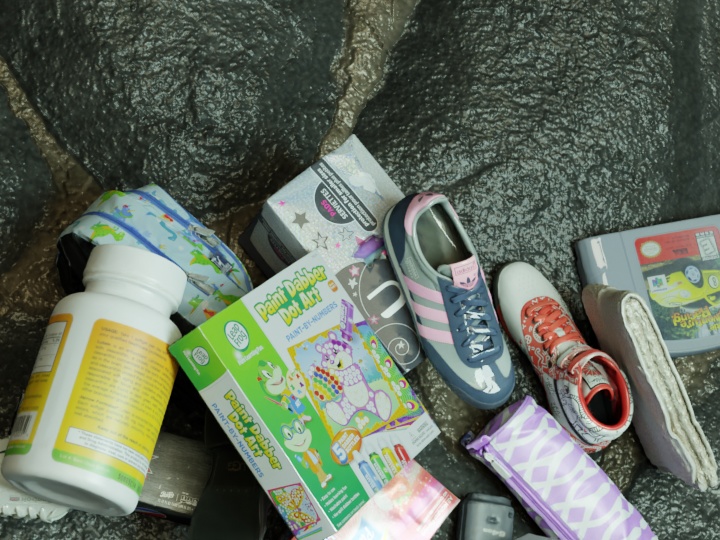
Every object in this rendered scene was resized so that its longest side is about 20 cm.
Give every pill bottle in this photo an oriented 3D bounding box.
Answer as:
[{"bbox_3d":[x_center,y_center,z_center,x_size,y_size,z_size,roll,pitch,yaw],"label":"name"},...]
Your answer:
[{"bbox_3d":[-0.206,0.086,1.395,0.111,0.111,0.200,19,70,-9],"label":"pill bottle"}]

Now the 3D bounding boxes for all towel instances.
[{"bbox_3d":[0.265,0.106,1.615,0.034,0.133,0.200,-26,98,-8],"label":"towel"}]

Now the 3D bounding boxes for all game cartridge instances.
[{"bbox_3d":[0.320,0.018,1.728,0.200,0.041,0.133,-10,82,-17],"label":"game cartridge"}]

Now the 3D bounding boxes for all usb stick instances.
[{"bbox_3d":[0.108,0.305,1.593,0.055,0.033,0.200,10,72,-11],"label":"usb stick"}]

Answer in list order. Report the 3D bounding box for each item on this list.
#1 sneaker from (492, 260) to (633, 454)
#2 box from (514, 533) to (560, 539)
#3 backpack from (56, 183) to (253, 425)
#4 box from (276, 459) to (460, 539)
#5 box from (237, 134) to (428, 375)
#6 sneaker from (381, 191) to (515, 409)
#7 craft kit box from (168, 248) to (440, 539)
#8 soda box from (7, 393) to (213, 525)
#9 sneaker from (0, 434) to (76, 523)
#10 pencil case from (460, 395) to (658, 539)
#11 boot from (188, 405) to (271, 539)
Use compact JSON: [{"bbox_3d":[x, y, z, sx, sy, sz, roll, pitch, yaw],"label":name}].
[{"bbox_3d":[0.195,0.072,1.640,0.067,0.108,0.202,-17,80,-18],"label":"sneaker"},{"bbox_3d":[0.143,0.355,1.473,0.199,0.171,0.200,-19,99,-31],"label":"box"},{"bbox_3d":[-0.178,0.020,1.542,0.200,0.163,0.154,29,61,2],"label":"backpack"},{"bbox_3d":[-0.017,0.253,1.541,0.103,0.095,0.200,41,69,-2],"label":"box"},{"bbox_3d":[0.000,0.000,1.595,0.115,0.132,0.200,-39,88,-22],"label":"box"},{"bbox_3d":[0.082,0.025,1.498,0.070,0.082,0.200,-27,88,-22],"label":"sneaker"},{"bbox_3d":[-0.041,0.101,1.445,0.198,0.048,0.200,53,34,0],"label":"craft kit box"},{"bbox_3d":[-0.212,0.170,1.529,0.200,0.063,0.071,17,71,-10],"label":"soda box"},{"bbox_3d":[-0.282,0.175,1.441,0.200,0.076,0.081,-13,88,-16],"label":"sneaker"},{"bbox_3d":[0.186,0.208,1.611,0.200,0.084,0.085,46,34,2],"label":"pencil case"},{"bbox_3d":[-0.072,0.179,1.523,0.069,0.174,0.200,8,93,26],"label":"boot"}]
